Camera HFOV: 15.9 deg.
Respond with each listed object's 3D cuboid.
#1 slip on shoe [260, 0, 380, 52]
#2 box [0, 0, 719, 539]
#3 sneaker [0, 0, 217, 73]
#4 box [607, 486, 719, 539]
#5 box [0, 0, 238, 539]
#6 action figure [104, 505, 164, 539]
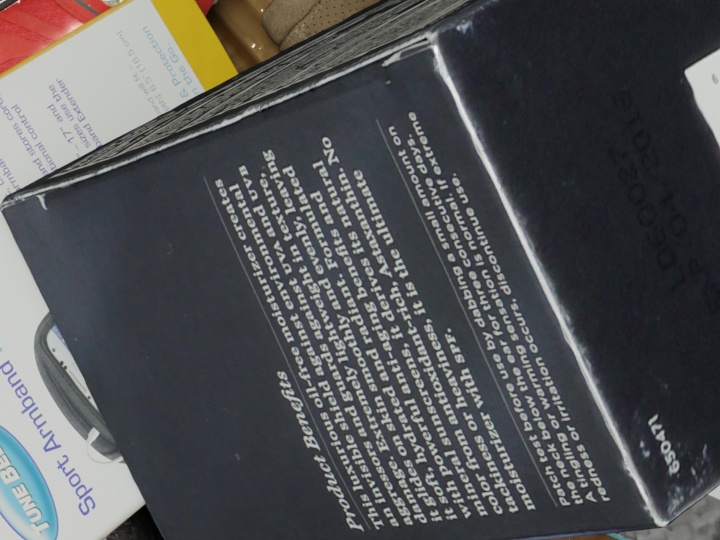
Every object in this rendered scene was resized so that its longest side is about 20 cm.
[{"bbox_3d":[0.046,-0.135,0.822,0.061,0.076,0.200,37,97,6],"label":"slip on shoe"},{"bbox_3d":[0.052,-0.022,0.656,0.200,0.198,0.123,-31,100,-34],"label":"box"},{"bbox_3d":[-0.071,-0.084,0.815,0.200,0.077,0.085,-29,93,10],"label":"sneaker"},{"bbox_3d":[0.113,-0.010,0.841,0.082,0.049,0.200,24,92,-5],"label":"box"},{"bbox_3d":[-0.087,0.008,0.705,0.041,0.200,0.119,-23,100,43],"label":"box"},{"bbox_3d":[-0.120,0.063,0.748,0.102,0.119,0.200,-29,129,32],"label":"action figure"}]
